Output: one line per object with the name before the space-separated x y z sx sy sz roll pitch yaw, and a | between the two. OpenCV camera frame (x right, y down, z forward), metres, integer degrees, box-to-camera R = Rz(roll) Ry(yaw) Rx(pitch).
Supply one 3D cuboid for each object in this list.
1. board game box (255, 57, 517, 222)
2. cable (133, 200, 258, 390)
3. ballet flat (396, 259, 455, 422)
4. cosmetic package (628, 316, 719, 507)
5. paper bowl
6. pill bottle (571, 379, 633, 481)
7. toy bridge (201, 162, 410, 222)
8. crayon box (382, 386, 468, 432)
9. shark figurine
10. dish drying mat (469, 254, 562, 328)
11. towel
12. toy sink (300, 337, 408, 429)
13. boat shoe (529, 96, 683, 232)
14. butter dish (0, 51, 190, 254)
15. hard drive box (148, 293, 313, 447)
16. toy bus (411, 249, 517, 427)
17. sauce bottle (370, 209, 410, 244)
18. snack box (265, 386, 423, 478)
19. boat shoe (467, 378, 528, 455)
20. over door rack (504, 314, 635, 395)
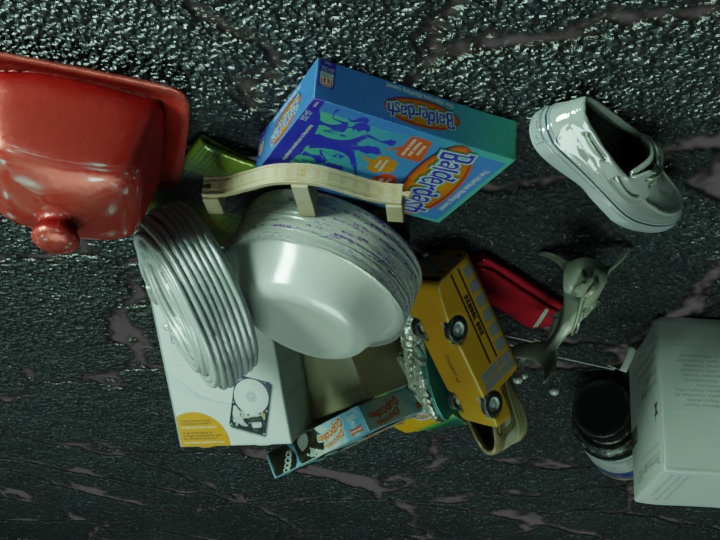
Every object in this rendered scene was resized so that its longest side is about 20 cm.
board game box | 0.022 -0.114 1.061 0.199 0.045 0.152 14 154 -20
cable | -0.168 0.027 1.178 0.069 0.200 0.201 -26 142 -16
ballet flat | 0.069 0.080 1.353 0.071 0.201 0.072 -11 -167 3
cosmetic package | 0.441 0.184 1.456 0.164 0.201 0.165 4 155 2
paper bowl | -0.044 0.016 1.175 0.199 0.105 0.201 17 151 10
pill bottle | 0.374 0.233 1.683 0.111 0.113 0.200 -6 153 21
toy bridge | -0.052 -0.075 1.073 0.198 0.027 0.067 2 156 7
crayon box | 0.065 0.179 1.682 0.118 0.059 0.200 -12 151 32
shark figurine | 0.226 0.024 1.290 0.089 0.128 0.215 37 150 15
dish drying mat | 0.177 0.028 1.377 0.076 0.018 0.200 -11 152 40
towel | -0.144 -0.075 1.205 0.143 0.023 0.200 16 152 -23
toy sink | -0.018 0.123 1.450 0.130 0.113 0.200 -15 172 -40
boat shoe | 0.240 -0.092 1.035 0.199 0.074 0.067 23 152 -34
butter dish | -0.266 -0.086 1.044 0.199 0.149 0.200 10 156 -9
hard drive box | -0.156 0.106 1.392 0.155 0.201 0.077 -6 -168 21
toy bus | 0.119 0.080 1.308 0.065 0.078 0.201 4 129 50
sauce bottle | 0.000 0.000 1.292 0.066 0.066 0.200 9 154 -11
snack box | -0.016 0.198 1.414 0.116 0.037 0.200 -15 167 -44
boat shoe | 0.139 0.124 1.395 0.064 0.201 0.071 -21 175 -43
over door rack | 0.223 0.111 1.460 0.147 0.067 0.200 20 163 -32
